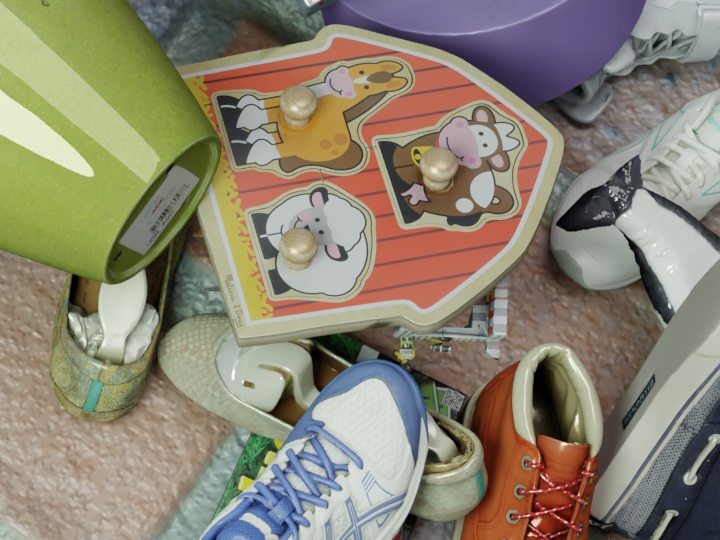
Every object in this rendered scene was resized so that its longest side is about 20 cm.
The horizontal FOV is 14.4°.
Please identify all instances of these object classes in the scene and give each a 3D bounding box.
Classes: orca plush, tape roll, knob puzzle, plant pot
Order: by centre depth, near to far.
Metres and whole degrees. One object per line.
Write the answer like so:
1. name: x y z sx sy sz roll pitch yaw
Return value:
1. plant pot: -0.174 -0.089 1.440 0.200 0.187 0.187 36 59 13
2. knob puzzle: 0.011 -0.056 1.481 0.219 0.031 0.220 3 55 -4
3. orca plush: 0.185 0.027 1.640 0.200 0.071 0.105 36 69 -20
4. tape roll: 0.067 -0.195 1.663 0.199 0.085 0.201 -5 59 7

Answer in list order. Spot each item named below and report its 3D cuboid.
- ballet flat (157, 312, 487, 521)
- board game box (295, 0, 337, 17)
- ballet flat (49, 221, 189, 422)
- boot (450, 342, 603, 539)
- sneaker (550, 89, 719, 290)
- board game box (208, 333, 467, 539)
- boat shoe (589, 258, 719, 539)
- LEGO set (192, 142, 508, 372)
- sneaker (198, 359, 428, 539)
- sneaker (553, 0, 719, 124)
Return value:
1. ballet flat: -0.018 0.066 1.531 0.199 0.062 0.068 26 61 11
2. board game box: 0.011 -0.276 1.595 0.199 0.043 0.201 -27 89 -7
3. ballet flat: -0.129 -0.015 1.566 0.070 0.071 0.201 13 61 -11
4. boot: 0.092 0.138 1.536 0.075 0.107 0.201 6 65 -17
5. sneaker: 0.188 -0.064 1.682 0.200 0.080 0.070 -39 82 -28
6. board game box: -0.023 0.130 1.553 0.104 0.023 0.200 24 60 -2
7. boat shoe: 0.202 0.075 1.564 0.093 0.200 0.075 27 30 -10
8. LEGO set: 0.000 0.000 1.555 0.199 0.154 0.116 4 81 -16
9. sneaker: -0.033 0.131 1.448 0.075 0.088 0.200 30 84 18
10. sneaker: 0.178 -0.139 1.722 0.199 0.075 0.115 18 61 -2
